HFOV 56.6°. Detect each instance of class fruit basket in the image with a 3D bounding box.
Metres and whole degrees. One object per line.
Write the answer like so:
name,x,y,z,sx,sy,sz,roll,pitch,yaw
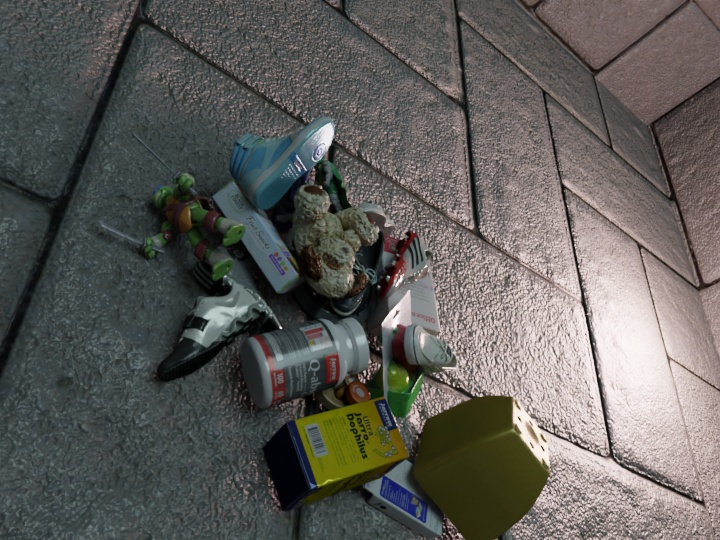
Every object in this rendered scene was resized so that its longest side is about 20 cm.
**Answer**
fruit basket,0.064,0.161,1.261,0.185,0.091,0.205,-42,128,-63

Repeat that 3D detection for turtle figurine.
turtle figurine,-0.294,-0.075,1.065,0.192,0.200,0.145,32,81,17

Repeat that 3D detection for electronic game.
electronic game,-0.054,0.022,1.326,0.196,0.042,0.204,16,55,-24

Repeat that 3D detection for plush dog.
plush dog,-0.066,-0.031,1.209,0.198,0.159,0.175,24,41,-41

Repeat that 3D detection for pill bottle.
pill bottle,-0.091,0.147,1.115,0.196,0.116,0.118,-13,72,-27

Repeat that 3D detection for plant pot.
plant pot,0.242,0.352,1.254,0.196,0.199,0.195,49,22,-6

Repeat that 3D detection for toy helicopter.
toy helicopter,-0.041,0.179,1.238,0.131,0.079,0.201,37,32,-8

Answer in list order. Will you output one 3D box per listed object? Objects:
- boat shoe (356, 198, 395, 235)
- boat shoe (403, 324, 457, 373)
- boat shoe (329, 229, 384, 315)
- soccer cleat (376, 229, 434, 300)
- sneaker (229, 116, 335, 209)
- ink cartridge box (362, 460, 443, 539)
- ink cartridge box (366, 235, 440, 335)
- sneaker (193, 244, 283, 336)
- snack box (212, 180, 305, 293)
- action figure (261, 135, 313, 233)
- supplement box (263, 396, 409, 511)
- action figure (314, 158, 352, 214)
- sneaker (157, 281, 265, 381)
boat shoe,0.021,-0.113,1.450,0.065,0.074,0.201,52,14,15
boat shoe,0.135,0.149,1.230,0.200,0.068,0.073,46,44,-58
boat shoe,0.000,0.000,1.304,0.074,0.062,0.202,37,50,-7
soccer cleat,0.096,-0.001,1.355,0.084,0.069,0.201,36,41,-6
sneaker,-0.146,-0.215,1.153,0.200,0.080,0.130,-45,64,-12
ink cartridge box,0.073,0.398,1.216,0.199,0.039,0.101,39,42,-22
ink cartridge box,0.082,0.041,1.427,0.145,0.085,0.205,18,54,-34
sneaker,-0.189,0.029,1.173,0.200,0.075,0.116,46,38,-10
snack box,-0.174,-0.056,1.198,0.202,0.052,0.142,55,1,3
action figure,-0.133,-0.174,1.267,0.192,0.200,0.105,39,55,-6
supplement box,-0.039,0.295,1.084,0.196,0.109,0.111,-6,61,-36
action figure,-0.067,-0.164,1.418,0.054,0.119,0.204,1,54,-30
sneaker,-0.251,0.093,1.056,0.089,0.074,0.199,47,56,7
